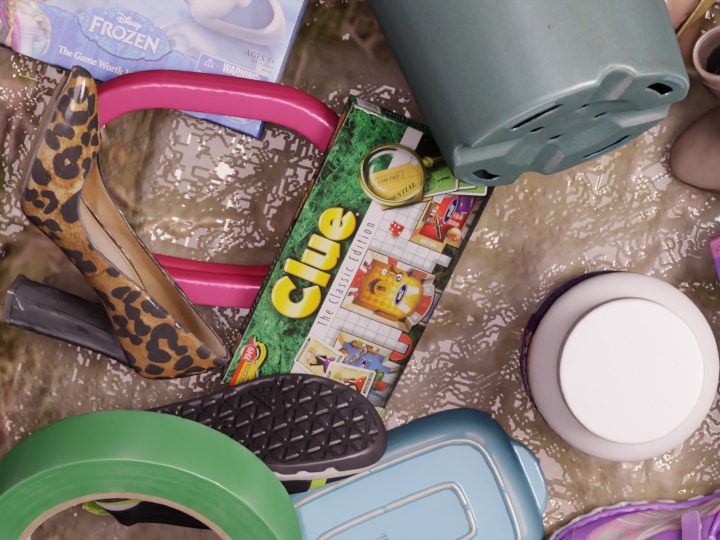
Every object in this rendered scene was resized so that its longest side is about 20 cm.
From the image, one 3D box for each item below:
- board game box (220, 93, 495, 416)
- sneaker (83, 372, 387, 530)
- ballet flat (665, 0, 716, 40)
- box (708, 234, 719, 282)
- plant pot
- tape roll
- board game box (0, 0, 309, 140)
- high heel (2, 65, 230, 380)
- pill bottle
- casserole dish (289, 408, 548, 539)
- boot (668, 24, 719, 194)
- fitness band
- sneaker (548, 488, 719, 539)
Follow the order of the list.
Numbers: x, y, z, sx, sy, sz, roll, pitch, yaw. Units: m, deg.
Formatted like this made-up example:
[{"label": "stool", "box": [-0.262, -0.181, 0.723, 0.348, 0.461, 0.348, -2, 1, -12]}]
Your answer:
[{"label": "board game box", "box": [0.000, 0.000, 1.639, 0.105, 0.023, 0.200, 22, 110, -10]}, {"label": "sneaker", "box": [-0.078, 0.118, 1.657, 0.200, 0.083, 0.072, -7, 54, 10]}, {"label": "ballet flat", "box": [0.195, -0.181, 1.655, 0.069, 0.063, 0.200, 30, 91, 0]}, {"label": "box", "box": [0.316, 0.047, 1.568, 0.097, 0.176, 0.200, -8, 79, -34]}, {"label": "plant pot", "box": [0.091, -0.167, 1.565, 0.200, 0.200, 0.196, -21, 74, 1]}, {"label": "tape roll", "box": [-0.136, 0.175, 1.618, 0.200, 0.048, 0.201, 2, 127, 3]}, {"label": "board game box", "box": [-0.123, -0.208, 1.668, 0.200, 0.043, 0.199, 19, 91, 0]}, {"label": "high heel", "box": [-0.132, -0.026, 1.599, 0.142, 0.071, 0.200, 17, 127, 4]}, {"label": "pill bottle", "box": [0.153, 0.056, 1.589, 0.111, 0.200, 0.112, 0, 90, 1]}, {"label": "casserole dish", "box": [0.022, 0.165, 1.674, 0.200, 0.039, 0.121, -23, 90, 2]}, {"label": "boot", "box": [0.238, -0.105, 1.576, 0.200, 0.146, 0.070, -18, 66, 33]}, {"label": "fitness band", "box": [-0.094, -0.050, 1.648, 0.199, 0.037, 0.144, 7, 113, 0]}, {"label": "sneaker", "box": [0.197, 0.177, 1.642, 0.200, 0.088, 0.081, -17, 91, -2]}]
